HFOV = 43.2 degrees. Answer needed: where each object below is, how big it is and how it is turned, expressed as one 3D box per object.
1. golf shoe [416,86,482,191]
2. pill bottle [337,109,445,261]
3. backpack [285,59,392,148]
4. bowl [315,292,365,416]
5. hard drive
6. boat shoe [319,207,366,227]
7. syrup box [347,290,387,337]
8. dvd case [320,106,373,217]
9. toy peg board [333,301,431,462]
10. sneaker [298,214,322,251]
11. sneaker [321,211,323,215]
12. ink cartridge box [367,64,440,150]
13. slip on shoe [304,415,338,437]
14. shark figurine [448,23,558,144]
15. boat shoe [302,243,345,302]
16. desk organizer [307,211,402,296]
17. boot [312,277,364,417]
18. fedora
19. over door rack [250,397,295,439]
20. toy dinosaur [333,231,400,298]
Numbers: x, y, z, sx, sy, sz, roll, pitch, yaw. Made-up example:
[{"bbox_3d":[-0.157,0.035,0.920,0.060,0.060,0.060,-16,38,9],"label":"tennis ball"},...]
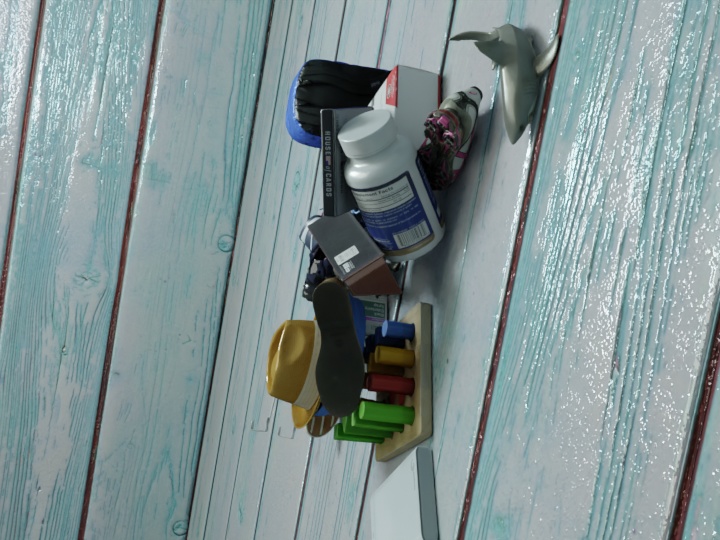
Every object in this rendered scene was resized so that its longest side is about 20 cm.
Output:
[{"bbox_3d":[0.130,-0.183,1.303,0.092,0.073,0.200,-44,-9,-21],"label":"golf shoe"},{"bbox_3d":[0.041,-0.123,1.307,0.111,0.110,0.202,-111,-4,-60],"label":"pill bottle"},{"bbox_3d":[-0.042,-0.289,1.684,0.168,0.197,0.166,156,120,-71],"label":"backpack"},{"bbox_3d":[-0.040,0.133,1.450,0.200,0.039,0.204,-166,90,-74],"label":"bowl"},{"bbox_3d":[0.059,0.356,1.316,0.201,0.026,0.134,121,153,-52],"label":"hard drive"},{"bbox_3d":[-0.018,-0.107,1.584,0.200,0.083,0.069,-43,-21,-59],"label":"boat shoe"},{"bbox_3d":[-0.020,0.110,1.620,0.200,0.077,0.083,128,147,-60],"label":"syrup box"},{"bbox_3d":[-0.016,-0.168,1.367,0.200,0.024,0.153,-30,-59,-69],"label":"dvd case"},{"bbox_3d":[0.028,0.170,1.392,0.200,0.096,0.202,131,144,-61],"label":"toy peg board"},{"bbox_3d":[-0.066,-0.013,1.750,0.109,0.069,0.202,46,149,43],"label":"sneaker"},{"bbox_3d":[-0.027,-0.120,1.802,0.091,0.074,0.200,-61,12,-6],"label":"sneaker"},{"bbox_3d":[0.059,-0.222,1.509,0.200,0.081,0.149,137,138,-65],"label":"ink cartridge box"},{"bbox_3d":[-0.069,0.216,1.739,0.060,0.075,0.204,171,110,-67],"label":"slip on shoe"},{"bbox_3d":[0.173,-0.276,1.145,0.216,0.088,0.129,-102,27,-46],"label":"shark figurine"},{"bbox_3d":[-0.030,-0.022,1.595,0.200,0.074,0.094,-43,-31,-53],"label":"boat shoe"},{"bbox_3d":[-0.010,-0.019,1.375,0.078,0.071,0.200,60,177,-31],"label":"desk organizer"},{"bbox_3d":[-0.029,0.110,1.323,0.075,0.072,0.204,-66,-28,-80],"label":"boot"},{"bbox_3d":[-0.101,0.143,1.428,0.200,0.081,0.204,-165,90,-74],"label":"fedora"},{"bbox_3d":[-0.125,0.238,1.793,0.203,0.066,0.148,-66,-23,-8],"label":"over door rack"},{"bbox_3d":[0.000,0.000,1.514,0.101,0.199,0.078,29,130,26],"label":"toy dinosaur"}]
